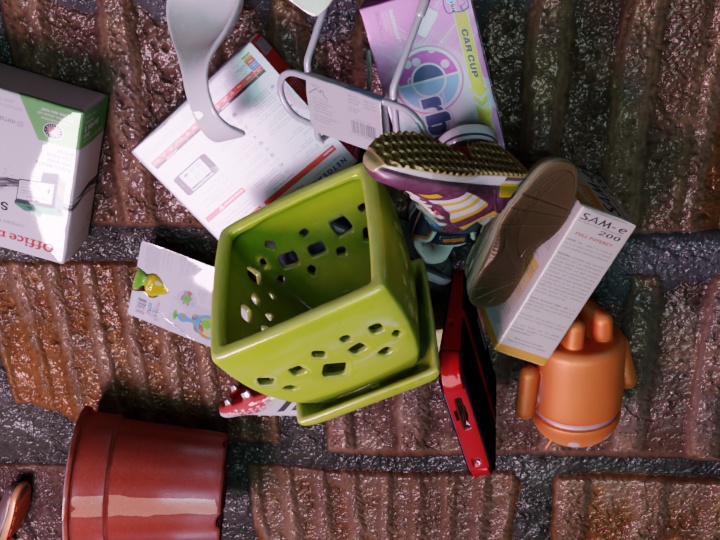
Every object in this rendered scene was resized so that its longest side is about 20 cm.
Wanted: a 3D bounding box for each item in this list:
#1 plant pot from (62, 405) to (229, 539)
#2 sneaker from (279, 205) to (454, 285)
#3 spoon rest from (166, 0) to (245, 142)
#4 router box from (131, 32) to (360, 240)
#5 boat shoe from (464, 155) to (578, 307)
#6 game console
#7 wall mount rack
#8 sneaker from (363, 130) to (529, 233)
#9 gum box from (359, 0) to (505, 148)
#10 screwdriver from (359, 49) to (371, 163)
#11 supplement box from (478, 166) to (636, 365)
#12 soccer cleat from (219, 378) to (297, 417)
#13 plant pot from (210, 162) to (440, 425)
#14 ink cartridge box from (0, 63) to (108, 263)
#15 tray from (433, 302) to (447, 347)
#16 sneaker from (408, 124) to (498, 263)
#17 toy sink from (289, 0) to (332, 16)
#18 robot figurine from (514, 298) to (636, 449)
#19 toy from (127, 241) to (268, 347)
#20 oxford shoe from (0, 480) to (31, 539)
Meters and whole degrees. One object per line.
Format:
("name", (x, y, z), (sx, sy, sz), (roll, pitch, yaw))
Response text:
("plant pot", (-0.279, 0.288, 1.212), (0.195, 0.201, 0.201), (4, 118, -6))
("sneaker", (-0.001, -0.001, 1.097), (0.202, 0.077, 0.146), (23, 127, -18))
("spoon rest", (-0.161, -0.240, 0.955), (0.099, 0.061, 0.201), (-10, 84, 26))
("router box", (-0.133, -0.140, 1.049), (0.200, 0.049, 0.180), (-36, 109, 20))
("boat shoe", (0.166, -0.050, 0.981), (0.072, 0.065, 0.200), (8, 129, -21))
("game console", (0.130, 0.126, 1.072), (0.031, 0.177, 0.200), (-8, 128, 15))
("wall mount rack", (0.004, -0.197, 0.917), (0.200, 0.075, 0.174), (24, 138, 31))
("sneaker", (0.076, -0.075, 0.867), (0.200, 0.075, 0.090), (1, 130, -39))
("gum box", (0.080, -0.219, 0.979), (0.113, 0.066, 0.201), (-13, 115, 12))
("screwdriver", (0.015, -0.158, 1.012), (0.029, 0.028, 0.200), (8, 134, 3))
("supplement box", (0.216, -0.010, 1.036), (0.073, 0.126, 0.200), (18, 118, -16))
("soccer cleat", (-0.092, 0.168, 1.193), (0.199, 0.069, 0.085), (-22, 109, 11))
("plant pot", (-0.026, 0.038, 0.962), (0.200, 0.199, 0.182), (-24, 131, 18))
("ink cartridge box", (-0.391, -0.124, 1.060), (0.146, 0.084, 0.201), (15, 117, -2))
("tray", (0.017, 0.083, 1.119), (0.199, 0.099, 0.037), (-10, 105, 10))
("sneaker", (0.105, -0.077, 0.990), (0.078, 0.080, 0.200), (-1, 154, -11))
("toy sink", (-0.078, -0.369, 0.893), (0.200, 0.112, 0.130), (34, 115, -7))
("robot figurine", (0.269, 0.133, 1.114), (0.116, 0.144, 0.201), (12, 121, 29))
("toy", (-0.189, 0.037, 1.146), (0.199, 0.047, 0.115), (19, 120, -1))
("oxford shoe", (-0.549, 0.380, 1.342), (0.073, 0.071, 0.200), (29, 116, -4))
